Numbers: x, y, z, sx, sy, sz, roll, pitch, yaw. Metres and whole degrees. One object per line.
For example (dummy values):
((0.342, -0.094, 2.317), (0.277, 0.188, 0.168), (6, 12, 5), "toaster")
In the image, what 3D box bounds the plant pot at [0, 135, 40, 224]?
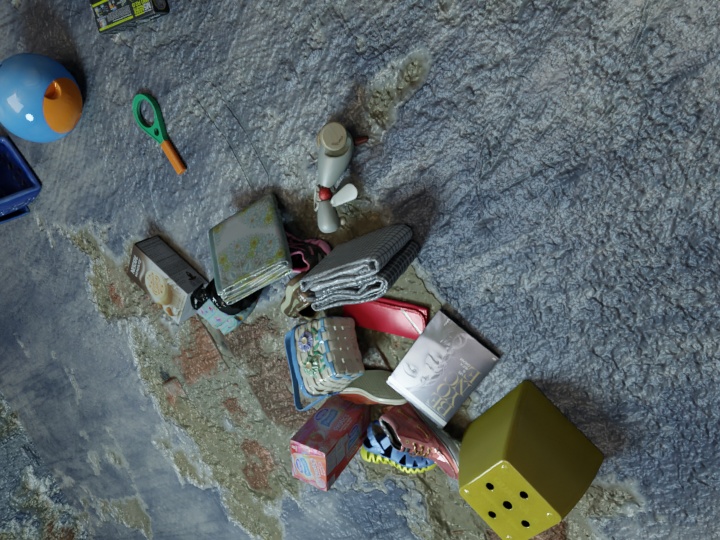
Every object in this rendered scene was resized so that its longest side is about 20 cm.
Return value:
((-1.092, -0.242, 1.596), (0.202, 0.199, 0.179), (52, 134, 1), "plant pot")

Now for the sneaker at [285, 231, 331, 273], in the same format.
((-0.159, -0.031, 1.158), (0.196, 0.095, 0.081), (6, 116, 31), "sneaker")

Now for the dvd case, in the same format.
((0.159, 0.197, 1.077), (0.148, 0.016, 0.202), (37, 115, 9), "dvd case")

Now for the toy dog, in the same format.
((-0.034, -0.180, 1.016), (0.094, 0.133, 0.204), (-1, 122, -10), "toy dog")

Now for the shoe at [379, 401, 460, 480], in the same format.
((0.124, 0.358, 1.112), (0.201, 0.090, 0.072), (49, 148, 29), "shoe")

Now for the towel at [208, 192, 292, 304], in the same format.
((-0.231, -0.046, 1.134), (0.168, 0.048, 0.203), (-26, 57, 10), "towel")

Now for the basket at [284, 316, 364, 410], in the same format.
((-0.093, 0.188, 1.169), (0.199, 0.137, 0.180), (-37, 60, 42), "basket")

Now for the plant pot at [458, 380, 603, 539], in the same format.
((0.291, 0.369, 0.996), (0.200, 0.176, 0.201), (44, 127, 8), "plant pot")

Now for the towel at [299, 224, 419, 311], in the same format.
((0.000, 0.000, 1.027), (0.197, 0.166, 0.087), (-18, 107, 36), "towel")

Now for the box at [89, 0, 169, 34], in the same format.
((-0.507, -0.609, 1.155), (0.196, 0.044, 0.164), (0, 111, 33), "box")

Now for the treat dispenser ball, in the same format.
((-0.781, -0.415, 1.314), (0.197, 0.200, 0.206), (13, 117, 26), "treat dispenser ball")

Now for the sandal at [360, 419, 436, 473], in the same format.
((0.084, 0.382, 1.193), (0.195, 0.079, 0.089), (0, 107, 25), "sandal")

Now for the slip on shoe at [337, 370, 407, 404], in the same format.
((0.024, 0.262, 1.191), (0.196, 0.075, 0.062), (-1, 133, 32), "slip on shoe")

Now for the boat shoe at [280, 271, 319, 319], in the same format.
((-0.123, 0.075, 1.147), (0.075, 0.074, 0.203), (50, 163, 10), "boat shoe")

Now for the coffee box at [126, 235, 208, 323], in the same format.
((-0.498, 0.022, 1.402), (0.199, 0.079, 0.116), (39, 126, 12), "coffee box")

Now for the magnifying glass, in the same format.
((-0.470, -0.319, 1.275), (0.079, 0.022, 0.203), (-28, 92, 37), "magnifying glass")

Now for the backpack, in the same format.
((-0.304, 0.063, 1.250), (0.127, 0.167, 0.199), (47, 142, -6), "backpack")

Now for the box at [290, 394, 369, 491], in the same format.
((-0.062, 0.367, 1.202), (0.093, 0.199, 0.105), (13, 118, 25), "box")

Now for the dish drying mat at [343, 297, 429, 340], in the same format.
((0.049, 0.094, 1.127), (0.196, 0.018, 0.079), (10, 117, 28), "dish drying mat")
